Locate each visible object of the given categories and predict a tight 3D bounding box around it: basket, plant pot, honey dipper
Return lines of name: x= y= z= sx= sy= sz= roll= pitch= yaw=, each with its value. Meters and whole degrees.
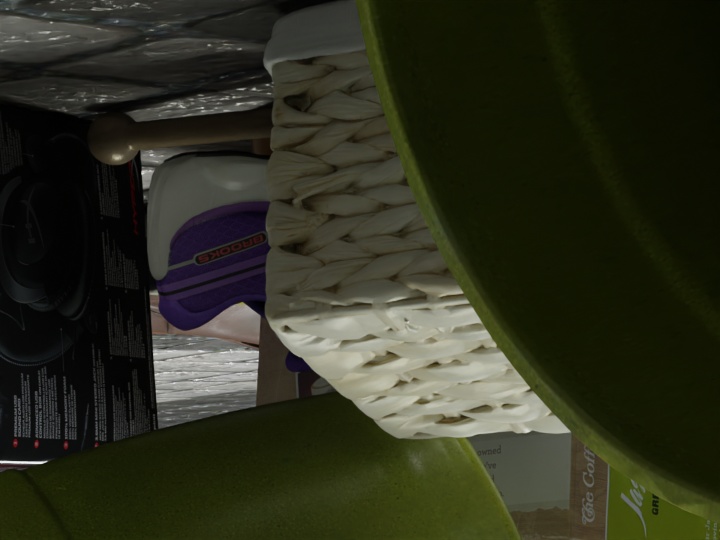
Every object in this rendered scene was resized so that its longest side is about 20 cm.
basket: x=0.076 y=-0.021 z=0.985 sx=0.200 sy=0.123 sz=0.136 roll=-5 pitch=154 yaw=25
plant pot: x=-0.040 y=0.135 z=1.088 sx=0.193 sy=0.200 sz=0.200 roll=-26 pitch=179 yaw=-13
honey dipper: x=-0.026 y=-0.059 z=1.137 sx=0.200 sy=0.038 sz=0.038 roll=-4 pitch=174 yaw=29
plant pot: x=0.130 y=-0.073 z=0.510 sx=0.193 sy=0.201 sz=0.200 roll=-14 pitch=180 yaw=-32

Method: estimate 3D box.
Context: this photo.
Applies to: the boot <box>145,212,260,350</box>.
boot: x=-0.061 y=0.000 z=1.565 sx=0.186 sy=0.064 sz=0.200 roll=-5 pitch=169 yaw=-5

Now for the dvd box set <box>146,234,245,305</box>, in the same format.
dvd box set: x=0.011 y=-0.005 z=1.331 sx=0.146 sy=0.029 sz=0.200 roll=-8 pitch=172 yaw=29

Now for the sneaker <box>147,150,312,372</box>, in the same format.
sneaker: x=0.000 y=0.000 z=1.134 sx=0.200 sy=0.084 sz=0.081 roll=4 pitch=-179 yaw=-32

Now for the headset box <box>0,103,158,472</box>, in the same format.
headset box: x=-0.163 y=0.010 z=1.165 sx=0.077 sy=0.149 sz=0.200 roll=-8 pitch=173 yaw=24

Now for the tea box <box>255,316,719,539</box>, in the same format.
tea box: x=0.085 y=0.082 z=1.313 sx=0.200 sy=0.134 sz=0.197 roll=-11 pitch=160 yaw=44

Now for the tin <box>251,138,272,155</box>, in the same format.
tin: x=0.028 y=-0.047 z=1.265 sx=0.112 sy=0.042 sz=0.200 roll=-11 pitch=171 yaw=25
